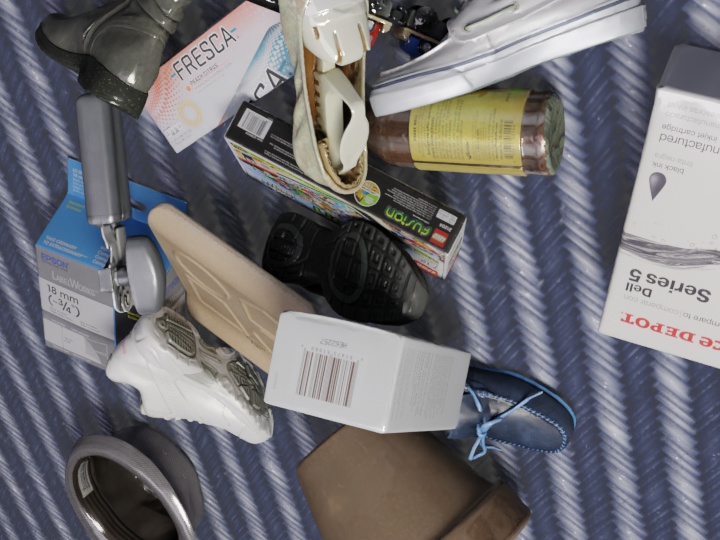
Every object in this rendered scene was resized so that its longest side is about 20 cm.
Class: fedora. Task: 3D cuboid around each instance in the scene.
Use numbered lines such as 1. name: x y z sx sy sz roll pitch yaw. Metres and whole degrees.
1. fedora: -0.245 0.258 1.161 0.200 0.090 0.177 48 129 0

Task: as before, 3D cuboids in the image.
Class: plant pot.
1. plant pot: 0.032 0.221 0.944 0.176 0.199 0.200 52 131 9

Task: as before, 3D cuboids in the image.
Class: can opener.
1. can opener: -0.214 -0.061 0.923 0.065 0.053 0.204 -3 98 6

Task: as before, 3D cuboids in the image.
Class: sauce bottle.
1. sauce bottle: 0.055 -0.109 0.774 0.196 0.065 0.066 7 124 23

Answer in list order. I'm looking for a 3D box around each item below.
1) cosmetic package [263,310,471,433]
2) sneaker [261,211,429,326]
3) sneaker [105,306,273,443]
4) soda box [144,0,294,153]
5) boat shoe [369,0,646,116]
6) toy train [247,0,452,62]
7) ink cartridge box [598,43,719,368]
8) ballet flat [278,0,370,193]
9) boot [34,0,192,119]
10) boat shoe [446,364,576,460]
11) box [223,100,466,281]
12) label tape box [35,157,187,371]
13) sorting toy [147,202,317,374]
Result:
1. cosmetic package: 0.013 0.081 0.794 0.100 0.200 0.076 12 88 20
2. sneaker: 0.000 0.000 0.836 0.199 0.090 0.077 26 94 52
3. sneaker: -0.169 0.117 1.003 0.099 0.079 0.200 -34 124 20
4. soda box: -0.093 -0.173 0.810 0.198 0.064 0.069 -25 108 38
5. boat shoe: 0.094 -0.166 0.699 0.197 0.074 0.068 -18 97 6
6. toy train: -0.003 -0.183 0.721 0.197 0.034 0.047 16 102 -19
7. ink cartridge box: 0.260 -0.035 0.702 0.143 0.084 0.203 16 127 17
8. ballet flat: -0.015 -0.141 0.688 0.062 0.067 0.202 45 151 39
9. boot: -0.193 -0.212 0.829 0.200 0.067 0.132 38 99 49
10. boat shoe: 0.092 0.129 0.911 0.197 0.069 0.085 13 127 19
11. box: -0.009 -0.062 0.818 0.198 0.035 0.110 28 172 9
12. label tape box: -0.250 0.008 1.014 0.142 0.063 0.203 19 128 14
13. sorting toy: -0.101 0.032 0.920 0.184 0.037 0.201 34 158 16
